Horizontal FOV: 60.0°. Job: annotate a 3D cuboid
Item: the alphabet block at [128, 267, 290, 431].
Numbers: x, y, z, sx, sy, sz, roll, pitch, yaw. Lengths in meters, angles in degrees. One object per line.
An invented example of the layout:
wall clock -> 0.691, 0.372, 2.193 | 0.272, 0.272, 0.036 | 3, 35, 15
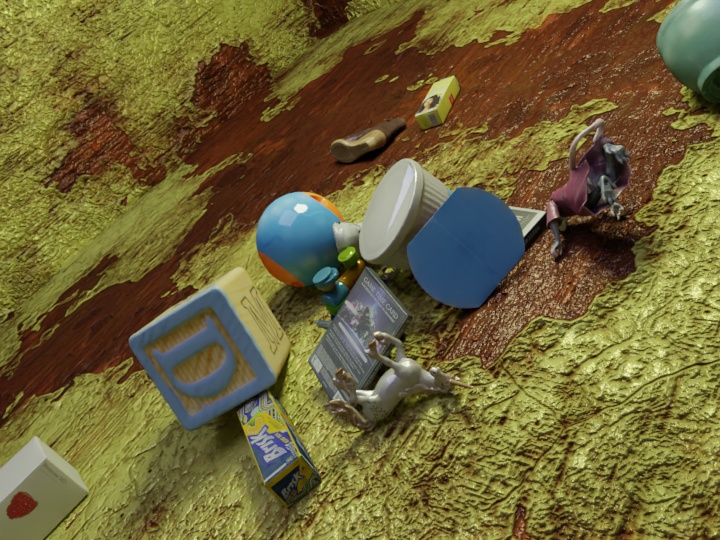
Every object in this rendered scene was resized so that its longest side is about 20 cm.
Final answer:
alphabet block -> -0.261, 0.133, 1.128 | 0.194, 0.198, 0.200 | -29, 8, 7

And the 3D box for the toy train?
toy train -> 0.000, 0.000, 1.199 | 0.084, 0.116, 0.200 | 10, 51, 51

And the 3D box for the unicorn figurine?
unicorn figurine -> 0.050, 0.163, 0.921 | 0.200, 0.137, 0.074 | -44, 6, 24

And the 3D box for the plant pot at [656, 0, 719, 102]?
plant pot -> 0.634, -0.381, 1.078 | 0.198, 0.200, 0.136 | -17, 60, 27

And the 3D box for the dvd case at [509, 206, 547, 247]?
dvd case -> 0.229, -0.065, 1.160 | 0.150, 0.025, 0.199 | -45, 30, -18

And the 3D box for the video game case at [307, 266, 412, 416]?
video game case -> -0.006, 0.114, 1.010 | 0.201, 0.019, 0.143 | -58, 40, 15

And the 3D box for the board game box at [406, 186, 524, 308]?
board game box -> 0.177, -0.036, 1.052 | 0.200, 0.158, 0.039 | -49, -1, -4

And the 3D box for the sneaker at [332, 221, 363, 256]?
sneaker -> 0.020, -0.074, 1.265 | 0.114, 0.076, 0.200 | -17, -6, 16

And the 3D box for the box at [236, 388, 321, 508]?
box -> -0.132, 0.273, 0.981 | 0.070, 0.065, 0.200 | -37, 30, -7

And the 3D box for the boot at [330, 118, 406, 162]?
boot -> 0.022, -0.384, 1.827 | 0.199, 0.073, 0.166 | 2, 33, 48

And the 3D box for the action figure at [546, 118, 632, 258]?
action figure -> 0.341, -0.121, 1.003 | 0.133, 0.150, 0.200 | -31, -5, -15

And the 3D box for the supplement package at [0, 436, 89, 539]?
supplement package -> -0.646, 0.445, 1.184 | 0.200, 0.122, 0.119 | -47, 31, -22

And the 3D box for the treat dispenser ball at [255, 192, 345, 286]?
treat dispenser ball -> -0.124, -0.067, 1.337 | 0.199, 0.202, 0.202 | -25, 30, 15

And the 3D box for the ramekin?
ramekin -> 0.084, -0.094, 1.139 | 0.203, 0.093, 0.204 | -52, 26, 38

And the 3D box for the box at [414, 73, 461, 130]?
box -> 0.221, -0.476, 1.756 | 0.075, 0.050, 0.201 | -11, 36, 35

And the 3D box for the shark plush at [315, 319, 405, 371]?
shark plush -> -0.004, 0.098, 1.090 | 0.091, 0.084, 0.199 | -43, 30, -16

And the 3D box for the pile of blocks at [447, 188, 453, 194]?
pile of blocks -> 0.136, -0.115, 1.226 | 0.062, 0.082, 0.199 | -46, 16, -29
